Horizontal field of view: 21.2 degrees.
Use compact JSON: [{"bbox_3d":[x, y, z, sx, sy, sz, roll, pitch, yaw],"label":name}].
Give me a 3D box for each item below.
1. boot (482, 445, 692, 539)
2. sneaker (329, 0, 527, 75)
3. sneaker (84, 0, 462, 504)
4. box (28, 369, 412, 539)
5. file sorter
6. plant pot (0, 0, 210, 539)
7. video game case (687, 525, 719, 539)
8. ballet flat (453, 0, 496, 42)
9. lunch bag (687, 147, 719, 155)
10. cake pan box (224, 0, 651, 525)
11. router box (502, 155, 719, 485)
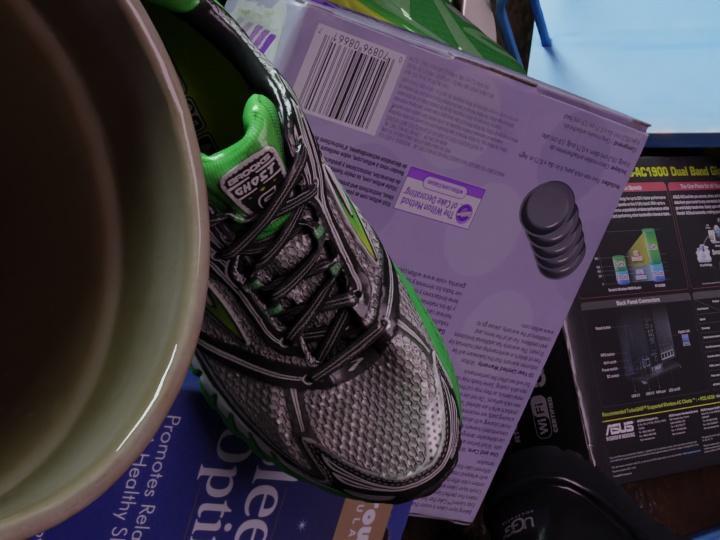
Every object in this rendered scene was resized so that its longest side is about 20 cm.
[{"bbox_3d":[0.114,0.181,0.792,0.198,0.073,0.163,39,36,-29],"label":"boot"},{"bbox_3d":[-0.003,-0.130,0.787,0.200,0.074,0.084,37,73,-13],"label":"sneaker"},{"bbox_3d":[-0.035,-0.009,0.608,0.078,0.085,0.200,-36,95,-7],"label":"sneaker"},{"bbox_3d":[-0.051,0.096,0.686,0.200,0.032,0.121,9,102,-41],"label":"box"},{"bbox_3d":[0.146,-0.174,0.907,0.123,0.138,0.201,65,31,-56],"label":"file sorter"},{"bbox_3d":[-0.171,-0.008,0.542,0.200,0.173,0.201,17,65,-40],"label":"plant pot"},{"bbox_3d":[0.188,0.228,0.941,0.143,0.018,0.201,-8,83,-46],"label":"video game case"},{"bbox_3d":[0.023,-0.144,0.861,0.067,0.064,0.201,-15,88,-47],"label":"ballet flat"},{"bbox_3d":[0.252,-0.041,0.996,0.094,0.150,0.201,-14,87,-47],"label":"lunch bag"},{"bbox_3d":[0.000,0.000,0.734,0.200,0.052,0.185,12,103,-42],"label":"cake pan box"},{"bbox_3d":[0.133,0.023,0.919,0.200,0.062,0.150,-3,80,-46],"label":"router box"}]
